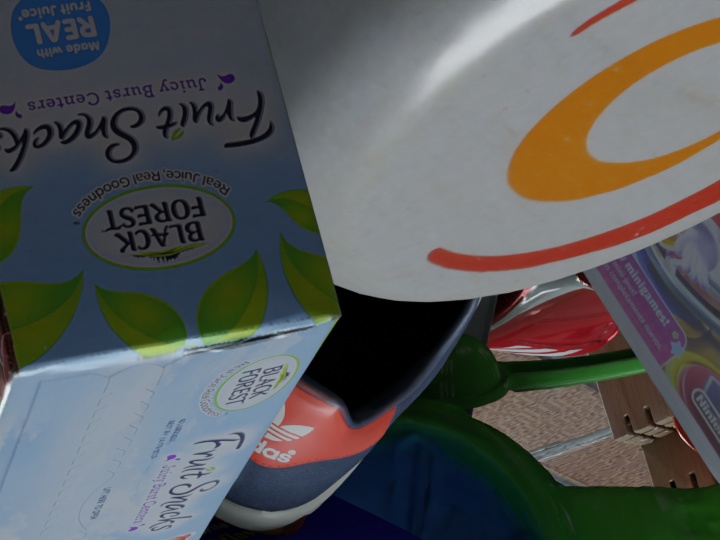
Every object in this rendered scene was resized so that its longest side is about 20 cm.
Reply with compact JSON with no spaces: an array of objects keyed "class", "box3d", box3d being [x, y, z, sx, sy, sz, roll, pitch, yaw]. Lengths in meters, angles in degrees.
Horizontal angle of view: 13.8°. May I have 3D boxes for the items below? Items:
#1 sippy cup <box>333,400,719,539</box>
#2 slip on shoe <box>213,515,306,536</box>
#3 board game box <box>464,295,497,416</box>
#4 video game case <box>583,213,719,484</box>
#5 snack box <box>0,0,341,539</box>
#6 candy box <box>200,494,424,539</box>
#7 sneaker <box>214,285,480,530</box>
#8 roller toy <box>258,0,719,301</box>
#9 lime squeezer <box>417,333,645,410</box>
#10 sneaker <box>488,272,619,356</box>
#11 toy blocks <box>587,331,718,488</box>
[{"class":"sippy cup","box3d":[0.038,0.120,0.975,0.177,0.140,0.130,14,178,32]},{"class":"slip on shoe","box3d":[0.000,0.000,0.884,0.200,0.061,0.074,-56,178,-36]},{"class":"board game box","box3d":[-0.056,0.057,1.000,0.199,0.026,0.201,0,113,-29]},{"class":"video game case","box3d":[0.129,-0.039,0.859,0.018,0.144,0.200,-21,163,-41]},{"class":"snack box","box3d":[-0.075,-0.046,0.614,0.067,0.201,0.169,-8,161,-18]},{"class":"candy box","box3d":[-0.070,0.108,0.847,0.200,0.077,0.169,25,-156,34]},{"class":"sneaker","box3d":[0.017,-0.022,0.811,0.075,0.200,0.085,30,150,-5]},{"class":"roller toy","box3d":[0.037,-0.092,0.662,0.199,0.140,0.183,-15,156,-28]},{"class":"lime squeezer","box3d":[0.022,0.016,0.984,0.200,0.071,0.038,25,171,-26]},{"class":"sneaker","box3d":[0.101,-0.015,1.078,0.199,0.079,0.115,-9,174,23]},{"class":"toy blocks","box3d":[0.170,0.035,1.142,0.199,0.137,0.100,-25,161,25]}]
